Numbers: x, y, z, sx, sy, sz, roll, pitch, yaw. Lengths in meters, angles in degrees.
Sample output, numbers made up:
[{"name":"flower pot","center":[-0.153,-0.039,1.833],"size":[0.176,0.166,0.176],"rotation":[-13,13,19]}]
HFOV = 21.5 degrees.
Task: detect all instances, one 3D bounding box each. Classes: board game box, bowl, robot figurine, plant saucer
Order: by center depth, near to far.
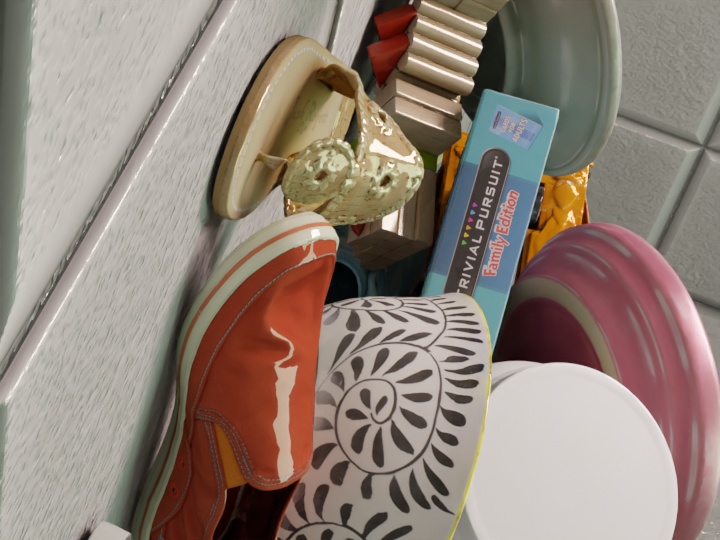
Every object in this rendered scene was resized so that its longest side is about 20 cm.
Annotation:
[{"name":"bowl","center":[-0.024,0.089,0.928],"size":[0.201,0.094,0.201],"rotation":[-56,-160,33]},{"name":"plant saucer","center":[0.131,0.075,1.090],"size":[0.200,0.051,0.201],"rotation":[33,-53,58]},{"name":"board game box","center":[0.064,-0.004,1.121],"size":[0.200,0.047,0.151],"rotation":[97,9,-78]},{"name":"plant saucer","center":[0.082,-0.148,1.138],"size":[0.050,0.200,0.200],"rotation":[-19,151,-22]},{"name":"robot figurine","center":[0.089,0.014,1.255],"size":[0.058,0.144,0.201],"rotation":[128,-26,-81]}]

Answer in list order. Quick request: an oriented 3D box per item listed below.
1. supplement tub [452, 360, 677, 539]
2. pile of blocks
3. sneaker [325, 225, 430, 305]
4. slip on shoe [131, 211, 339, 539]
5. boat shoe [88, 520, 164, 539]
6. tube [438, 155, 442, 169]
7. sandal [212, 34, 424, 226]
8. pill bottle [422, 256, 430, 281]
[{"name":"supplement tub","center":[0.066,0.130,1.014],"size":[0.200,0.145,0.146],"rotation":[-33,-148,63]},{"name":"pile of blocks","center":[0.020,-0.102,1.067],"size":[0.082,0.062,0.201],"rotation":[15,-94,61]},{"name":"sneaker","center":[0.000,0.000,1.135],"size":[0.082,0.074,0.200],"rotation":[110,1,-62]},{"name":"slip on shoe","center":[-0.044,0.062,0.800],"size":[0.074,0.061,0.200],"rotation":[-18,137,-45]},{"name":"boat shoe","center":[-0.109,0.200,0.733],"size":[0.076,0.060,0.201],"rotation":[-47,157,-80]},{"name":"tube","center":[0.038,-0.108,1.348],"size":[0.200,0.052,0.058],"rotation":[58,11,-81]},{"name":"sandal","center":[-0.004,-0.054,0.811],"size":[0.212,0.069,0.078],"rotation":[-49,159,-79]},{"name":"pill bottle","center":[0.018,0.049,1.328],"size":[0.116,0.116,0.201],"rotation":[92,19,-78]}]
